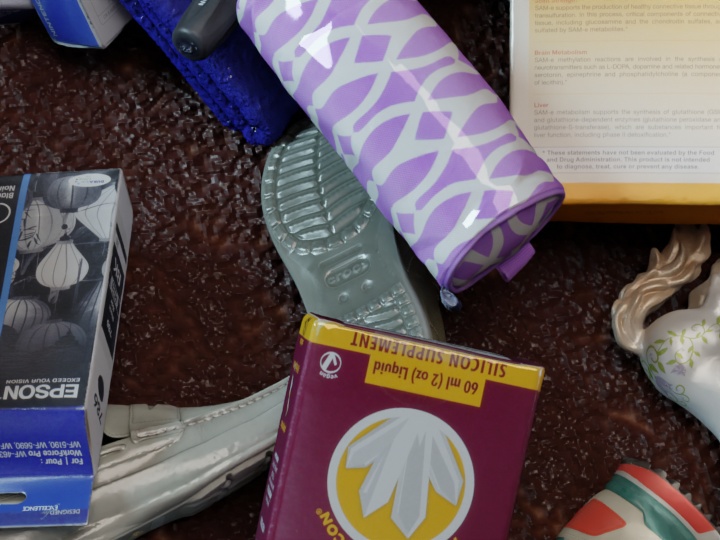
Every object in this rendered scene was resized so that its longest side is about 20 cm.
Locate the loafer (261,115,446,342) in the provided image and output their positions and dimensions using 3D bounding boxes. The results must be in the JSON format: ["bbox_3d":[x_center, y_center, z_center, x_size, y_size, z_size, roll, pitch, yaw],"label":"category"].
[{"bbox_3d":[0.000,0.000,1.157,0.075,0.070,0.200,-20,54,11],"label":"loafer"}]

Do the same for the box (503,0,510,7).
[{"bbox_3d":[0.105,-0.254,1.276,0.159,0.046,0.200,39,60,-18],"label":"box"}]

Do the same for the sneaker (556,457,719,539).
[{"bbox_3d":[0.172,0.191,1.094,0.093,0.070,0.200,-42,79,-7],"label":"sneaker"}]

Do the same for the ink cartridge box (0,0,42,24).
[{"bbox_3d":[-0.264,-0.222,1.143,0.199,0.041,0.201,-12,85,-48],"label":"ink cartridge box"}]

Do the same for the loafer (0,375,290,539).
[{"bbox_3d":[-0.108,0.092,1.081,0.200,0.070,0.070,-26,79,-21],"label":"loafer"}]

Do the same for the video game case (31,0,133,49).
[{"bbox_3d":[-0.135,-0.252,1.179,0.045,0.200,0.181,11,47,39],"label":"video game case"}]

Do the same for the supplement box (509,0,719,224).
[{"bbox_3d":[0.141,-0.127,1.170,0.126,0.074,0.201,1,84,7],"label":"supplement box"}]

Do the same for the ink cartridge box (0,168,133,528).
[{"bbox_3d":[-0.170,0.034,1.077,0.099,0.039,0.200,-3,49,5],"label":"ink cartridge box"}]

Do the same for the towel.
[{"bbox_3d":[-0.048,-0.180,1.217,0.148,0.049,0.200,48,58,-17],"label":"towel"}]

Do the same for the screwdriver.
[{"bbox_3d":[-0.039,-0.183,1.175,0.028,0.029,0.200,47,60,-20],"label":"screwdriver"}]

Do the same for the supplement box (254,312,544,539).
[{"bbox_3d":[0.007,0.129,1.030,0.110,0.086,0.201,12,89,-5],"label":"supplement box"}]

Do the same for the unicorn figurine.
[{"bbox_3d":[0.211,0.068,1.159,0.200,0.074,0.137,36,61,27],"label":"unicorn figurine"}]

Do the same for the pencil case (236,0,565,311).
[{"bbox_3d":[0.021,-0.081,1.115,0.084,0.085,0.200,-38,75,8],"label":"pencil case"}]
